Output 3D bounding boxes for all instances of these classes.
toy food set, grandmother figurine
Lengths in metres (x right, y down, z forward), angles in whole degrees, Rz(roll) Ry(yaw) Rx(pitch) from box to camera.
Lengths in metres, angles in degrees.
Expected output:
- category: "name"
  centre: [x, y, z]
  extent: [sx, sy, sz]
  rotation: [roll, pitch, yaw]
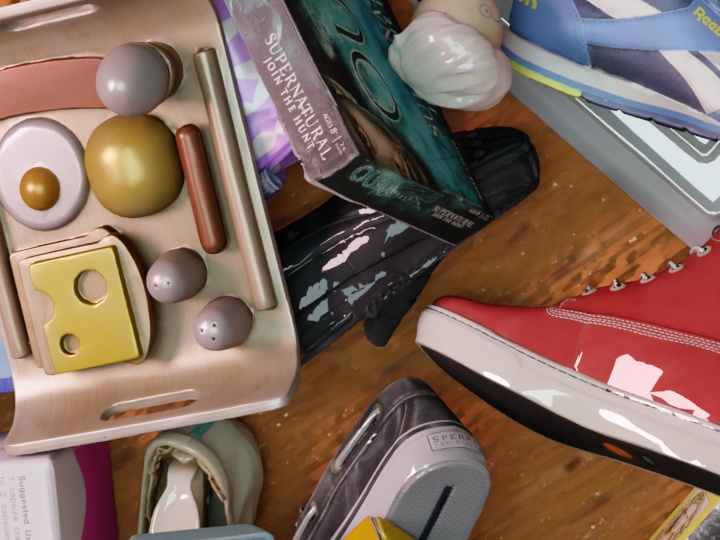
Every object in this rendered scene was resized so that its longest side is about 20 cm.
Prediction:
- category: "toy food set"
  centre: [-0.119, -0.024, 1.198]
  extent: [0.143, 0.060, 0.201]
  rotation: [-11, 96, 17]
- category: "grandmother figurine"
  centre: [0.030, -0.164, 1.182]
  extent: [0.060, 0.121, 0.201]
  rotation: [-29, 62, 42]

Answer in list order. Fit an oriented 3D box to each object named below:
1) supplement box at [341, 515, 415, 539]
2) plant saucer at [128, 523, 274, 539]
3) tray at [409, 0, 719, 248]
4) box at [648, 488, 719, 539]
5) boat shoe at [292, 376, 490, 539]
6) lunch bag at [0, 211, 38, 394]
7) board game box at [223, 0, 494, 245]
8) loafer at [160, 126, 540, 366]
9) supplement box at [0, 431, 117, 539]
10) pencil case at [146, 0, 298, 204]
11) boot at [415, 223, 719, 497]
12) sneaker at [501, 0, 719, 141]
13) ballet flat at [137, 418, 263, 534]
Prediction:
- category: "supplement box"
  centre: [-0.015, 0.229, 1.202]
  extent: [0.200, 0.109, 0.109]
  rotation: [-43, 128, 15]
- category: "plant saucer"
  centre: [-0.080, 0.197, 1.241]
  extent: [0.069, 0.019, 0.201]
  rotation: [-4, 125, -13]
- category: "tray"
  centre: [0.127, -0.102, 1.238]
  extent: [0.200, 0.022, 0.108]
  rotation: [41, 100, 4]
- category: "box"
  centre: [0.213, 0.091, 1.221]
  extent: [0.075, 0.050, 0.200]
  rotation: [38, 100, -6]
- category: "boat shoe"
  centre: [0.000, 0.137, 1.260]
  extent: [0.072, 0.071, 0.200]
  rotation: [15, 123, -30]
- category: "lunch bag"
  centre: [-0.194, -0.012, 1.282]
  extent: [0.199, 0.094, 0.152]
  rotation: [-16, 93, -1]
- category: "board game box"
  centre: [-0.019, -0.111, 1.171]
  extent: [0.028, 0.135, 0.201]
  rotation: [-34, 67, 18]
- category: "loafer"
  centre: [0.000, 0.000, 1.252]
  extent: [0.200, 0.068, 0.071]
  rotation: [-30, 111, 7]
- category: "supplement box"
  centre: [-0.223, 0.136, 1.282]
  extent: [0.199, 0.101, 0.104]
  rotation: [-6, 95, 11]
- category: "pencil case"
  centre: [-0.081, -0.127, 1.246]
  extent: [0.200, 0.084, 0.085]
  rotation: [53, 142, 3]
- category: "boot"
  centre: [0.131, 0.013, 1.221]
  extent: [0.199, 0.072, 0.145]
  rotation: [18, 77, 31]
- category: "sneaker"
  centre: [0.160, -0.099, 1.185]
  extent: [0.199, 0.074, 0.083]
  rotation: [19, 96, 7]
- category: "ballet flat"
  centre: [-0.087, 0.167, 1.279]
  extent: [0.069, 0.069, 0.201]
  rotation: [5, 96, 10]
